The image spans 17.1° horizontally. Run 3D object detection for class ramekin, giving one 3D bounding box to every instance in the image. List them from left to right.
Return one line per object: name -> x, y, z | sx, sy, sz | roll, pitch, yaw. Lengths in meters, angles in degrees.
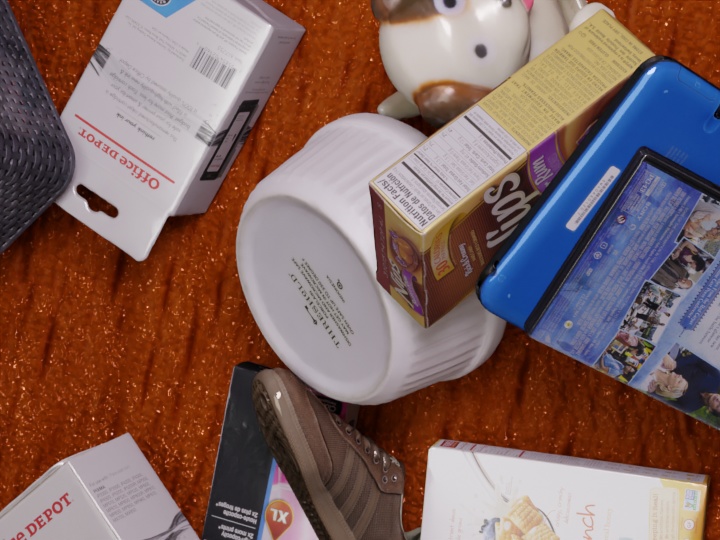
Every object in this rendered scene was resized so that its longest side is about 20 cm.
ramekin -> 0.000, 0.000, 1.645 | 0.202, 0.094, 0.203 | 29, 134, 35

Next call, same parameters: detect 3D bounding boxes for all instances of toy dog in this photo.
toy dog -> 0.077, -0.160, 1.601 | 0.193, 0.200, 0.140 | -15, 89, 19

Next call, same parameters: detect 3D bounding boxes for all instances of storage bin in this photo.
storage bin -> -0.310, -0.117, 1.757 | 0.135, 0.093, 0.201 | -41, 61, 28

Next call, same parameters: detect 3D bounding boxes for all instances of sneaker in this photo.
sneaker -> -0.012, 0.139, 1.698 | 0.075, 0.070, 0.201 | -32, 120, -14

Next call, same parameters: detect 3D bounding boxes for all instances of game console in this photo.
game console -> 0.175, -0.049, 1.576 | 0.170, 0.118, 0.200 | 28, 107, -31

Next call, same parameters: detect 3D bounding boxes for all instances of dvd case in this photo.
dvd case -> 0.223, 0.022, 1.531 | 0.199, 0.018, 0.143 | 26, 108, -18

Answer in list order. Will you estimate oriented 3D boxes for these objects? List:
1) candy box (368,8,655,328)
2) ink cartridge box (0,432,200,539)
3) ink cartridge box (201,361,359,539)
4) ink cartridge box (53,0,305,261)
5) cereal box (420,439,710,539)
candy box -> 0.097, -0.064, 1.522 | 0.200, 0.117, 0.056 | -36, 63, -17
ink cartridge box -> -0.181, 0.244, 1.768 | 0.147, 0.083, 0.201 | -39, 81, 34
ink cartridge box -> -0.064, 0.175, 1.766 | 0.094, 0.037, 0.201 | 13, 101, 18
ink cartridge box -> -0.143, -0.120, 1.749 | 0.116, 0.068, 0.201 | 34, 104, 15
cereal box -> 0.140, 0.203, 1.685 | 0.199, 0.040, 0.145 | 6, 97, 12
